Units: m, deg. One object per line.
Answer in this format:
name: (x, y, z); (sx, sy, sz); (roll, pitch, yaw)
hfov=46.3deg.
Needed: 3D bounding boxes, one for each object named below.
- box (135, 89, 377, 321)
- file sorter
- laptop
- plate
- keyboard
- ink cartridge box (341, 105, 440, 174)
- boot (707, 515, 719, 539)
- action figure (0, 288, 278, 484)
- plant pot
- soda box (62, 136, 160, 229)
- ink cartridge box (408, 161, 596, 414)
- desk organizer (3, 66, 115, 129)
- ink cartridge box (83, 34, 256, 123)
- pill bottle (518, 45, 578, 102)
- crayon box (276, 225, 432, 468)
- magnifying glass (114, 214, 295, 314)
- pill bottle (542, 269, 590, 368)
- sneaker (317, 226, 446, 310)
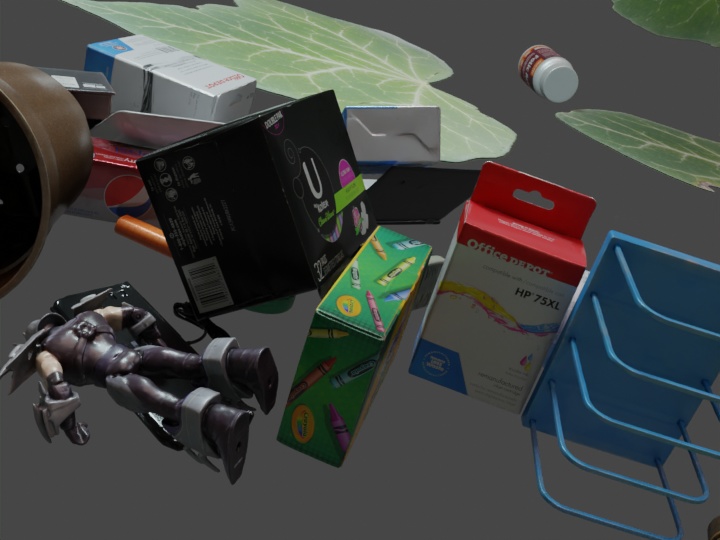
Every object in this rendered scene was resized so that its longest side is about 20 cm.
box: (-0.082, -0.067, 0.765); (0.123, 0.150, 0.200); (-14, 13, 20)
file sorter: (0.234, 0.099, 0.683); (0.137, 0.202, 0.123); (17, 28, -2)
laptop: (0.038, -0.122, 1.095); (0.186, 0.117, 0.200); (-2, 32, -39)
plate: (-0.208, -0.146, 0.988); (0.197, 0.033, 0.199); (3, -2, -30)
keyboard: (-0.155, 0.068, 0.686); (0.126, 0.021, 0.200); (-15, 41, -41)
ink cartridge box: (0.027, -0.160, 1.061); (0.114, 0.069, 0.200); (-1, 2, -6)
boot: (0.358, 0.254, 0.628); (0.198, 0.074, 0.076); (17, 43, 6)
action figure: (-0.162, 0.074, 0.593); (0.198, 0.070, 0.131); (16, 44, 18)
plant pot: (-0.325, -0.089, 0.704); (0.198, 0.203, 0.199); (16, 16, -5)
soda box: (-0.212, -0.085, 0.896); (0.197, 0.071, 0.064); (9, 26, -18)
ink cartridge box: (0.129, 0.017, 0.771); (0.115, 0.202, 0.067); (19, 24, 3)
desk organizer: (-0.387, -0.184, 0.951); (0.198, 0.078, 0.072); (-2, 31, -30)
ink cartridge box: (-0.268, -0.256, 1.190); (0.198, 0.087, 0.147); (24, 26, 8)
pill bottle: (0.500, -0.521, 2.241); (0.113, 0.115, 0.201); (12, 25, -14)
crayon box: (0.000, 0.054, 0.702); (0.058, 0.120, 0.200); (21, 25, 7)
magnifying glass: (-0.156, -0.008, 0.842); (0.198, 0.023, 0.080); (25, 25, 10)
pill bottle: (0.191, 0.042, 0.873); (0.198, 0.110, 0.109); (22, 25, 8)
sneaker: (0.000, 0.000, 0.885); (0.106, 0.076, 0.199); (29, 17, 33)
